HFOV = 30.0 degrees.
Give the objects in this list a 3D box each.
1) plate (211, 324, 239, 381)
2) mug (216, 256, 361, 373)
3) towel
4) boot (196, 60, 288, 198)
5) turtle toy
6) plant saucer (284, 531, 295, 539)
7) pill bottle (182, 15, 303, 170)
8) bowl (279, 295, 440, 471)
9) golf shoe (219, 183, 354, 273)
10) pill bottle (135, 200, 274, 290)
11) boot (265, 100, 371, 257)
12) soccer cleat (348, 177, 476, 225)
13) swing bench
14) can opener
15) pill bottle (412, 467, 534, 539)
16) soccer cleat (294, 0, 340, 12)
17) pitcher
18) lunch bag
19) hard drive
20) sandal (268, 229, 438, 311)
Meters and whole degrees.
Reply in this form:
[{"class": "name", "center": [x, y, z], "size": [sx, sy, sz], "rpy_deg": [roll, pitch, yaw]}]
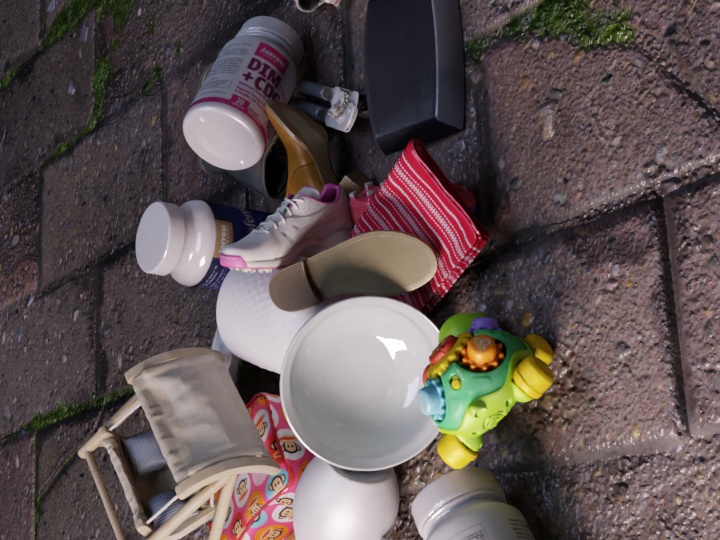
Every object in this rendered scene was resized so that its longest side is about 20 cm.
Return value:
[{"class": "plate", "center": [-0.186, 0.132, 1.807], "size": [0.200, 0.032, 0.201], "rpy_deg": [-97, 20, -86]}, {"class": "mug", "center": [-0.064, 0.083, 1.668], "size": [0.175, 0.147, 0.201], "rpy_deg": [15, 125, 47]}, {"class": "towel", "center": [0.061, -0.040, 1.524], "size": [0.145, 0.022, 0.200], "rpy_deg": [55, 144, 16]}, {"class": "boot", "center": [-0.163, -0.202, 1.904], "size": [0.200, 0.072, 0.183], "rpy_deg": [19, 111, 60]}, {"class": "turtle toy", "center": [0.119, 0.105, 1.396], "size": [0.146, 0.101, 0.200], "rpy_deg": [-46, 5, 16]}, {"class": "plant saucer", "center": [-0.090, 0.287, 1.737], "size": [0.200, 0.032, 0.202], "rpy_deg": [-15, 71, 51]}, {"class": "pill bottle", "center": [-0.151, -0.242, 1.801], "size": [0.113, 0.113, 0.201], "rpy_deg": [-32, 29, 47]}, {"class": "bowl", "center": [0.002, 0.121, 1.535], "size": [0.090, 0.200, 0.202], "rpy_deg": [-143, 65, -77]}, {"class": "golf shoe", "center": [-0.088, -0.051, 1.607], "size": [0.075, 0.199, 0.092], "rpy_deg": [10, 109, 45]}, {"class": "pill bottle", "center": [-0.191, -0.031, 1.796], "size": [0.115, 0.199, 0.117], "rpy_deg": [-14, 72, 52]}, {"class": "boot", "center": [-0.080, -0.108, 1.729], "size": [0.201, 0.071, 0.144], "rpy_deg": [46, 123, 20]}, {"class": "soccer cleat", "center": [0.065, -0.064, 1.581], "size": [0.199, 0.067, 0.077], "rpy_deg": [5, 123, 47]}, {"class": "swing bench", "center": [-0.226, 0.229, 1.646], "size": [0.200, 0.129, 0.199], "rpy_deg": [-56, 46, 26]}, {"class": "can opener", "center": [-0.035, -0.211, 1.745], "size": [0.200, 0.066, 0.053], "rpy_deg": [27, 100, 62]}, {"class": "pill bottle", "center": [0.130, 0.306, 1.346], "size": [0.114, 0.113, 0.201], "rpy_deg": [-54, 44, 33]}, {"class": "soccer cleat", "center": [-0.084, -0.395, 1.839], "size": [0.199, 0.068, 0.086], "rpy_deg": [10, 87, 50]}, {"class": "pitcher", "center": [-0.008, 0.314, 1.562], "size": [0.171, 0.121, 0.201], "rpy_deg": [33, 122, 31]}, {"class": "lunch bag", "center": [-0.130, 0.252, 1.703], "size": [0.200, 0.082, 0.177], "rpy_deg": [-51, 45, 36]}, {"class": "hard drive", "center": [0.061, -0.251, 1.614], "size": [0.134, 0.042, 0.201], "rpy_deg": [-15, 70, 39]}, {"class": "sandal", "center": [-0.002, -0.006, 1.550], "size": [0.211, 0.070, 0.078], "rpy_deg": [-15, 98, 23]}]
